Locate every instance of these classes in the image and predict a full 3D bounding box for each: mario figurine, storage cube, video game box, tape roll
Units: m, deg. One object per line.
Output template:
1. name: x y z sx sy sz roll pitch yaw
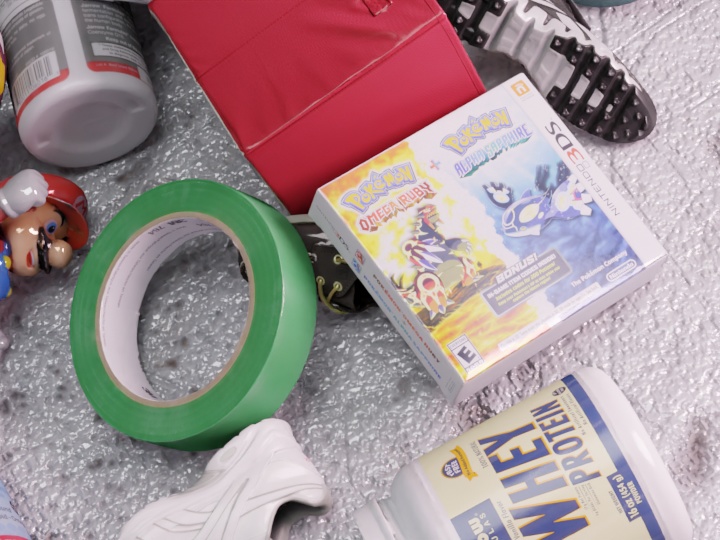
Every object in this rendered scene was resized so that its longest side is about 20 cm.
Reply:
1. mario figurine: -0.276 0.000 1.717 0.106 0.123 0.200 50 56 -8
2. storage cube: -0.026 -0.159 1.695 0.179 0.200 0.171 -35 61 2
3. video game box: 0.094 -0.027 1.625 0.200 0.047 0.182 -31 72 -24
4. tape roll: -0.127 0.033 1.664 0.200 0.048 0.201 -9 73 31

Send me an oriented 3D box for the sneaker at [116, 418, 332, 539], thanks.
1. sneaker: -0.104 0.200 1.600 0.200 0.078 0.099 -42 65 -7

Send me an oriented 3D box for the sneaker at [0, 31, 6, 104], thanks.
1. sneaker: -0.322 -0.112 1.787 0.075 0.201 0.090 17 27 -9

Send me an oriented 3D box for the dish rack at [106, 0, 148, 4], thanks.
1. dish rack: -0.168 -0.294 1.820 0.199 0.044 0.172 4 55 -29

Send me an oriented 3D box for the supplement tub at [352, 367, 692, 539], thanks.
1. supplement tub: 0.109 0.171 1.517 0.199 0.145 0.145 -29 60 -1

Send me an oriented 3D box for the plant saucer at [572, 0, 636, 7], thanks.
1. plant saucer: 0.176 -0.304 1.731 0.199 0.036 0.201 10 106 37

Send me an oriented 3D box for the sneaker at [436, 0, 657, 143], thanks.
1. sneaker: 0.154 -0.177 1.725 0.200 0.067 0.090 36 35 8

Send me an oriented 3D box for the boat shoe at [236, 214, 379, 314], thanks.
1. boat shoe: 0.000 0.000 1.674 0.200 0.072 0.061 0 60 12

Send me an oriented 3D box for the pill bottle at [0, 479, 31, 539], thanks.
1. pill bottle: -0.315 0.179 1.644 0.109 0.109 0.200 -31 61 -3

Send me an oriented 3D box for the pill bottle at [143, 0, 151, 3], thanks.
1. pill bottle: -0.119 -0.296 1.685 0.112 0.200 0.113 15 55 -22

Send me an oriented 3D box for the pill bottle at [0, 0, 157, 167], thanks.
1. pill bottle: -0.240 -0.195 1.812 0.113 0.114 0.201 -20 60 4
